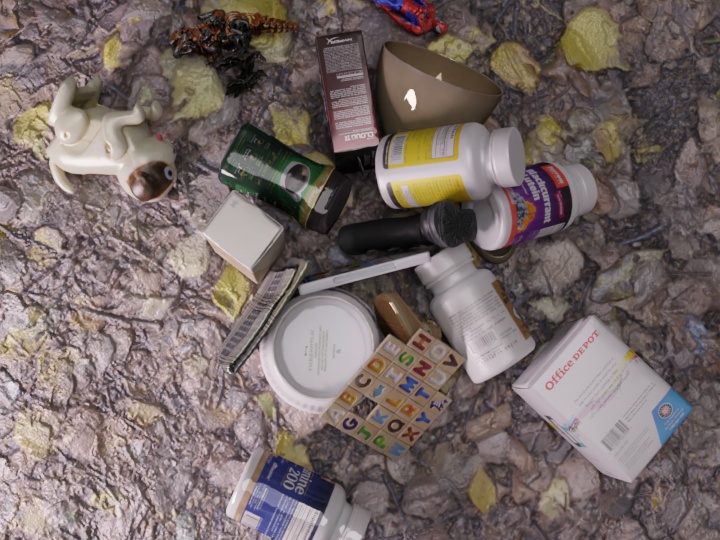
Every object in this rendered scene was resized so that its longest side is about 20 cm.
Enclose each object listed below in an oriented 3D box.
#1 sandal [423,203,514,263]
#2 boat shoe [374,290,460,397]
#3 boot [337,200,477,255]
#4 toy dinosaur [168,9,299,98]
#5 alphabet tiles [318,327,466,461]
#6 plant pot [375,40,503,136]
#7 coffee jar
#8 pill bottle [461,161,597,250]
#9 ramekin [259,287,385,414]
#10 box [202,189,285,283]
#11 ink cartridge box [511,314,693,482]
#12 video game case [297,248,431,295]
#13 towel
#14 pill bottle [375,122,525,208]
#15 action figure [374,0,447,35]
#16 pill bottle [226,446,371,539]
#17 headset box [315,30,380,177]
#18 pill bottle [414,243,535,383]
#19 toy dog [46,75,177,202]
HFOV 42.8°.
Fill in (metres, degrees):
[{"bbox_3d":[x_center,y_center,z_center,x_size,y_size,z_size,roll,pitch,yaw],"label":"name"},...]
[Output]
[{"bbox_3d":[0.170,-0.093,1.461,0.200,0.054,0.080,44,83,3],"label":"sandal"},{"bbox_3d":[0.088,0.104,1.406,0.064,0.071,0.201,-43,117,-25],"label":"boat shoe"},{"bbox_3d":[0.054,-0.060,1.360,0.198,0.164,0.066,-1,86,27],"label":"boot"},{"bbox_3d":[-0.202,-0.369,1.463,0.198,0.102,0.137,-22,66,16],"label":"toy dinosaur"},{"bbox_3d":[0.060,0.182,1.372,0.167,0.008,0.200,34,103,-29],"label":"alphabet tiles"},{"bbox_3d":[0.105,-0.253,1.427,0.198,0.201,0.136,22,114,0],"label":"plant pot"},{"bbox_3d":[-0.116,-0.141,1.437,0.199,0.085,0.105,28,80,2],"label":"coffee jar"},{"bbox_3d":[0.265,-0.106,1.420,0.198,0.111,0.113,-16,83,-27],"label":"pill bottle"},{"bbox_3d":[-0.056,0.120,1.404,0.200,0.094,0.205,0,83,-3],"label":"ramekin"},{"bbox_3d":[-0.169,-0.046,1.365,0.095,0.200,0.078,37,83,2],"label":"box"},{"bbox_3d":[0.359,0.191,1.389,0.200,0.146,0.147,43,83,3],"label":"ink cartridge box"},{"bbox_3d":[0.000,0.000,1.397,0.198,0.143,0.018,-14,95,-4],"label":"video game case"},{"bbox_3d":[-0.148,0.060,1.360,0.034,0.192,0.201,37,82,-9],"label":"towel"},{"bbox_3d":[0.130,-0.152,1.320,0.198,0.111,0.113,-4,82,27],"label":"pill bottle"},{"bbox_3d":[0.057,-0.444,1.505,0.199,0.052,0.066,32,79,-1],"label":"action figure"},{"bbox_3d":[-0.090,0.353,1.364,0.198,0.111,0.112,25,82,0],"label":"pill bottle"},{"bbox_3d":[-0.017,-0.246,1.423,0.074,0.149,0.202,-9,83,-1],"label":"headset box"},{"bbox_3d":[0.172,0.060,1.412,0.114,0.114,0.201,-31,85,-6],"label":"pill bottle"},{"bbox_3d":[-0.374,-0.182,1.407,0.199,0.140,0.195,29,95,1],"label":"toy dog"}]
